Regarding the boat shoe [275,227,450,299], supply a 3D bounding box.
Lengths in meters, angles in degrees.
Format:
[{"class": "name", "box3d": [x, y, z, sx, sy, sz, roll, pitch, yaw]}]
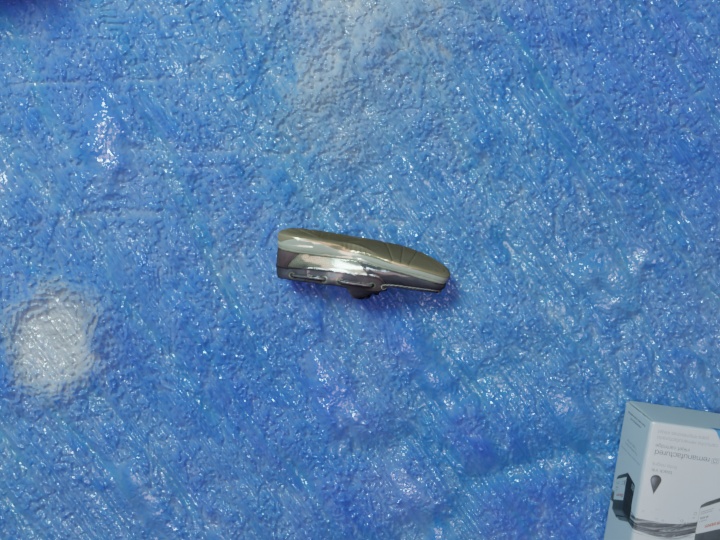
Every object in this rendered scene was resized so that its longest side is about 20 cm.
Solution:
[{"class": "boat shoe", "box3d": [0.000, 0.000, 0.762, 0.199, 0.072, 0.065, 12, 108, 0]}]

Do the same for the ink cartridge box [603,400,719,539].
[{"class": "ink cartridge box", "box3d": [0.367, 0.263, 0.751, 0.144, 0.084, 0.201, 7, 96, 2]}]
